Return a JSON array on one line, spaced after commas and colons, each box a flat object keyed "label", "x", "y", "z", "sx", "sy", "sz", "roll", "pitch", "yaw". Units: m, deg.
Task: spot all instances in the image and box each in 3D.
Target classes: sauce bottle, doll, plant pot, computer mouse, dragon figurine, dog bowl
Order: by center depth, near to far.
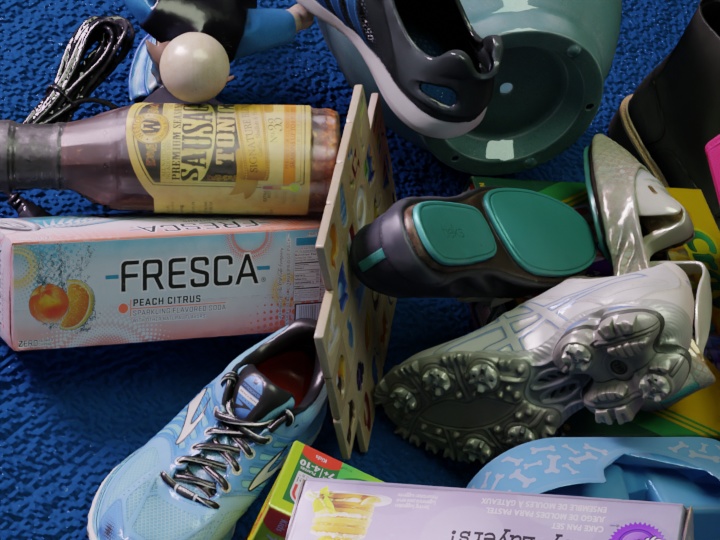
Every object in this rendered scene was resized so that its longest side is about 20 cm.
[{"label": "dog bowl", "x": 0.144, "y": 0.143, "z": 1.143, "sx": 0.199, "sy": 0.112, "sz": 0.050, "roll": 2, "pitch": 37, "yaw": -22}, {"label": "sauce bottle", "x": -0.111, "y": -0.062, "z": 1.155, "sx": 0.199, "sy": 0.066, "sz": 0.066, "roll": -1, "pitch": 50, "yaw": -5}, {"label": "doll", "x": -0.091, "y": -0.171, "z": 1.202, "sx": 0.136, "sy": 0.049, "sz": 0.200, "roll": 21, "pitch": 38, "yaw": -19}, {"label": "computer mouse", "x": -0.115, "y": -0.047, "z": 1.208, "sx": 0.200, "sy": 0.046, "sz": 0.141, "roll": 40, "pitch": 75, "yaw": -13}, {"label": "plant pot", "x": 0.079, "y": -0.146, "z": 1.287, "sx": 0.200, "sy": 0.201, "sz": 0.134, "roll": 5, "pitch": 43, "yaw": -20}, {"label": "dragon figurine", "x": -0.113, "y": -0.134, "z": 1.297, "sx": 0.059, "sy": 0.099, "sz": 0.201, "roll": 16, "pitch": 73, "yaw": -11}]

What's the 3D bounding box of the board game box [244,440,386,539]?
[{"label": "board game box", "x": 0.035, "y": 0.175, "z": 1.066, "sx": 0.200, "sy": 0.102, "sz": 0.048, "roll": 25, "pitch": 45, "yaw": -2}]

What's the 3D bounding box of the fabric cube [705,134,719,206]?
[{"label": "fabric cube", "x": 0.347, "y": -0.003, "z": 1.182, "sx": 0.200, "sy": 0.196, "sz": 0.200, "roll": 15, "pitch": 58, "yaw": -45}]

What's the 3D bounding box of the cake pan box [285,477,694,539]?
[{"label": "cake pan box", "x": 0.069, "y": 0.182, "z": 0.978, "sx": 0.184, "sy": 0.200, "sz": 0.052, "roll": 5, "pitch": 47, "yaw": 15}]

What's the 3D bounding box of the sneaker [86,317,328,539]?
[{"label": "sneaker", "x": -0.077, "y": 0.090, "z": 1.099, "sx": 0.078, "sy": 0.090, "sz": 0.200, "roll": 33, "pitch": 46, "yaw": 6}]

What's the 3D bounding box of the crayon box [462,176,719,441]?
[{"label": "crayon box", "x": 0.162, "y": 0.035, "z": 1.274, "sx": 0.172, "sy": 0.058, "sz": 0.200, "roll": 1, "pitch": 51, "yaw": -23}]

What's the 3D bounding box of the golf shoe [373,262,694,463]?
[{"label": "golf shoe", "x": 0.104, "y": 0.050, "z": 1.166, "sx": 0.078, "sy": 0.200, "sz": 0.097, "roll": 60, "pitch": 34, "yaw": -23}]

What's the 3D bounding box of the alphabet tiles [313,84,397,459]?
[{"label": "alphabet tiles", "x": 0.000, "y": 0.000, "z": 1.169, "sx": 0.006, "sy": 0.167, "sz": 0.200, "roll": 1, "pitch": 45, "yaw": 12}]

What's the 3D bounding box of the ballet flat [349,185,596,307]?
[{"label": "ballet flat", "x": 0.061, "y": -0.011, "z": 1.180, "sx": 0.200, "sy": 0.073, "sz": 0.073, "roll": -2, "pitch": 48, "yaw": -55}]

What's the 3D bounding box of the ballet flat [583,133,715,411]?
[{"label": "ballet flat", "x": 0.178, "y": -0.004, "z": 1.226, "sx": 0.067, "sy": 0.062, "sz": 0.200, "roll": 46, "pitch": 32, "yaw": -48}]

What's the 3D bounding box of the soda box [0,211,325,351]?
[{"label": "soda box", "x": -0.108, "y": 0.002, "z": 1.156, "sx": 0.199, "sy": 0.064, "sz": 0.068, "roll": -3, "pitch": 13, "yaw": -23}]

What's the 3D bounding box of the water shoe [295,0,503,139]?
[{"label": "water shoe", "x": 0.015, "y": -0.169, "z": 1.181, "sx": 0.071, "sy": 0.079, "sz": 0.200, "roll": -27, "pitch": 69, "yaw": -35}]

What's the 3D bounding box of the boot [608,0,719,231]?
[{"label": "boot", "x": 0.256, "y": -0.076, "z": 1.358, "sx": 0.077, "sy": 0.138, "sz": 0.200, "roll": -23, "pitch": 64, "yaw": -37}]
